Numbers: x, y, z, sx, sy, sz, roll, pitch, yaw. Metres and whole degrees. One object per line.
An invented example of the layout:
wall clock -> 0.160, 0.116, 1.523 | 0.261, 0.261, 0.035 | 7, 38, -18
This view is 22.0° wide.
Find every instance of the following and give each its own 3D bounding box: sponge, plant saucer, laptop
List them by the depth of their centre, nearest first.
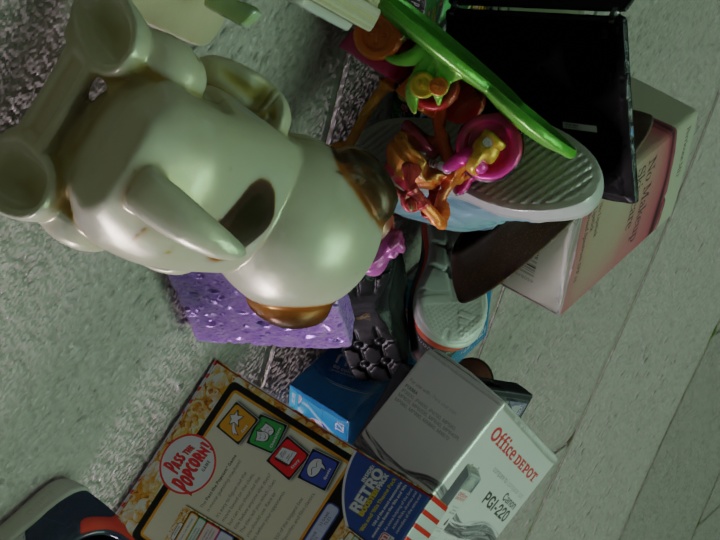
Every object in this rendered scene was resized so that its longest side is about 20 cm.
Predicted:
sponge -> -0.073, -0.010, 1.202 | 0.200, 0.112, 0.030 | 75, 21, -58
laptop -> 0.155, -0.163, 1.300 | 0.103, 0.177, 0.200 | -17, 108, -35
plant saucer -> 0.135, -0.057, 1.387 | 0.200, 0.034, 0.200 | -44, -173, 7

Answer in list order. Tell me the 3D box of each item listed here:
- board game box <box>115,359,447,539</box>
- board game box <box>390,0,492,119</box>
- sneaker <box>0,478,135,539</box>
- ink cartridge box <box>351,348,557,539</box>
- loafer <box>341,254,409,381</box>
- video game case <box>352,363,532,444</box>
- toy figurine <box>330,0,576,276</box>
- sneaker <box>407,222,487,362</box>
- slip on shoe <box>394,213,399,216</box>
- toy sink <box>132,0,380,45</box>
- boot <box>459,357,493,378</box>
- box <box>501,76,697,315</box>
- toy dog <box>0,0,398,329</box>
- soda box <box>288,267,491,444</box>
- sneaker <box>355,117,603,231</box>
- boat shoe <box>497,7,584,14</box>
board game box -> -0.062, 0.178, 1.322 | 0.152, 0.200, 0.046 | -56, 156, -6
board game box -> 0.065, -0.188, 1.376 | 0.105, 0.023, 0.200 | -37, 147, -39
sneaker -> -0.225, 0.223, 1.198 | 0.200, 0.085, 0.075 | -46, 152, -28
ink cartridge box -> 0.043, 0.177, 1.398 | 0.200, 0.085, 0.146 | -53, 148, -6
loafer -> 0.000, 0.000, 1.423 | 0.070, 0.068, 0.201 | -91, 172, -46
video game case -> 0.040, 0.172, 1.489 | 0.181, 0.026, 0.200 | 14, 109, -55
toy figurine -> 0.014, -0.072, 1.239 | 0.184, 0.200, 0.150 | -51, 162, 10
sneaker -> 0.072, -0.008, 1.511 | 0.082, 0.077, 0.200 | 120, -8, -54
slip on shoe -> 0.083, -0.083, 1.459 | 0.074, 0.061, 0.200 | -37, 176, 41
toy sink -> -0.040, -0.208, 1.041 | 0.200, 0.112, 0.130 | -62, 155, 5
boot -> 0.042, 0.138, 1.587 | 0.188, 0.068, 0.200 | -39, 169, -3
box -> 0.197, -0.075, 1.650 | 0.200, 0.109, 0.128 | -38, 147, -39
toy dog -> -0.072, -0.050, 1.016 | 0.200, 0.194, 0.140 | 25, 92, -42
soda box -> 0.026, 0.073, 1.540 | 0.200, 0.064, 0.068 | -42, 151, -35
sneaker -> 0.091, -0.061, 1.298 | 0.082, 0.200, 0.074 | 46, 65, -49
boat shoe -> 0.126, -0.159, 1.421 | 0.066, 0.074, 0.199 | 137, -38, -54
